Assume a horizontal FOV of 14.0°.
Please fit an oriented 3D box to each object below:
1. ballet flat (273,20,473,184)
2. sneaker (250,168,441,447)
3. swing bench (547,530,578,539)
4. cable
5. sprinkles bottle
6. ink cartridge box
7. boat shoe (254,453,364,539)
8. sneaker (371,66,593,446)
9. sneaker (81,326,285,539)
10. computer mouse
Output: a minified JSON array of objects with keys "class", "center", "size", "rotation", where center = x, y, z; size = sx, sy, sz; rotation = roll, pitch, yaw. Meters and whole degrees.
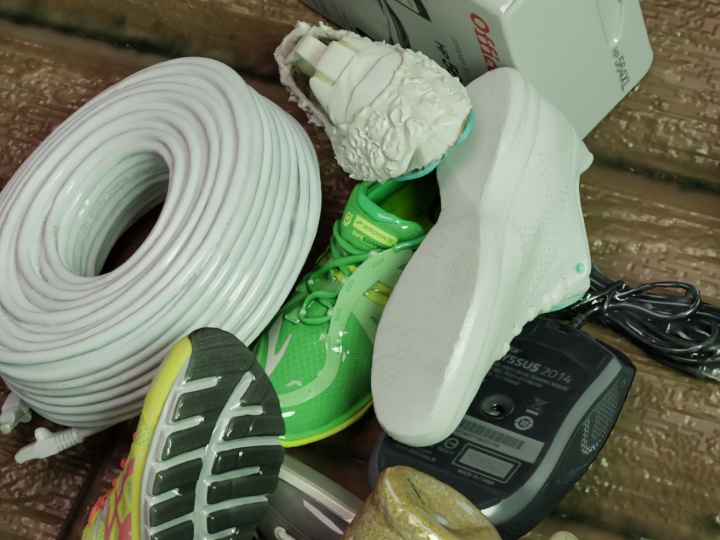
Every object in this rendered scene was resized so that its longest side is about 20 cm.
[{"class":"ballet flat","center":[-0.004,-0.090,1.466],"size":[0.072,0.072,0.200],"rotation":[-39,17,-6]},{"class":"sneaker","center":[0.000,0.000,1.459],"size":[0.074,0.084,0.200],"rotation":[28,69,31]},{"class":"swing bench","center":[0.073,0.260,1.248],"size":[0.130,0.200,0.199],"rotation":[-17,51,-33]},{"class":"cable","center":[-0.114,-0.016,1.485],"size":[0.200,0.069,0.200],"rotation":[-21,45,29]},{"class":"sprinkles bottle","center":[-0.016,0.184,1.324],"size":[0.068,0.068,0.200],"rotation":[45,109,32]},{"class":"ink cartridge box","center":[0.041,-0.163,1.504],"size":[0.200,0.146,0.084],"rotation":[36,75,31]},{"class":"boat shoe","center":[-0.008,0.139,1.396],"size":[0.200,0.067,0.057],"rotation":[29,93,32]},{"class":"sneaker","center":[0.071,0.004,1.401],"size":[0.075,0.088,0.200],"rotation":[-15,48,49]},{"class":"sneaker","center":[-0.097,0.117,1.388],"size":[0.090,0.078,0.200],"rotation":[27,113,43]},{"class":"computer mouse","center":[0.083,0.073,1.407],"size":[0.138,0.053,0.200],"rotation":[24,51,30]}]
